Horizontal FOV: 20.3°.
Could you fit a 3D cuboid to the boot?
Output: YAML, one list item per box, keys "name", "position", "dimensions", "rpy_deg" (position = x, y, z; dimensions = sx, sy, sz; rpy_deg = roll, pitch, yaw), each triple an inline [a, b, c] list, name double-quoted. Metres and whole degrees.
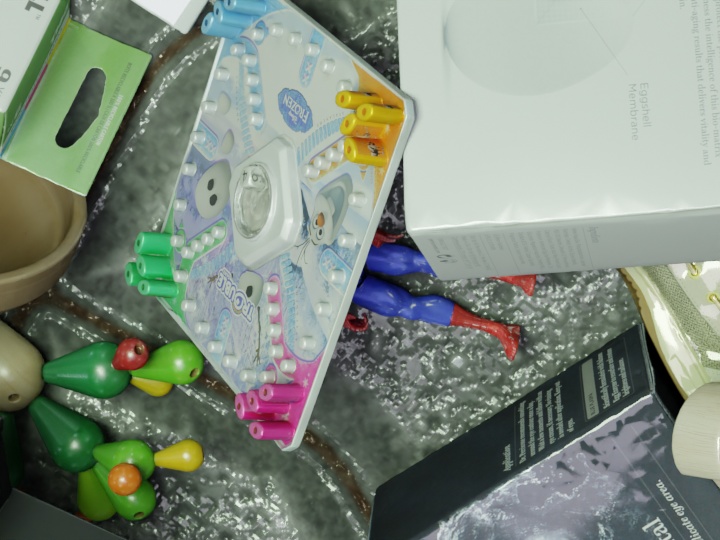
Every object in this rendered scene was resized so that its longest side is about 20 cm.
- name: "boot"
  position: [0.214, -0.034, 1.112]
  dimensions: [0.155, 0.072, 0.200]
  rpy_deg: [-25, 94, 19]

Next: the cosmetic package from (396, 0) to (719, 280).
- name: "cosmetic package"
  position: [0.126, -0.108, 1.040]
  dimensions: [0.200, 0.123, 0.200]
  rpy_deg: [-4, 77, 10]

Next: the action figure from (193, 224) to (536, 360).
- name: "action figure"
  position: [0.000, 0.000, 1.167]
  dimensions: [0.200, 0.052, 0.066]
  rpy_deg: [14, 110, 2]

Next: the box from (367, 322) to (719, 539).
- name: "box"
  position: [0.139, 0.175, 1.176]
  dimensions: [0.200, 0.117, 0.197]
  rpy_deg: [-34, 102, 14]

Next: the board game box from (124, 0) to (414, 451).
- name: "board game box"
  position: [-0.058, -0.037, 1.080]
  dimensions: [0.026, 0.200, 0.200]
  rpy_deg: [6, 113, -33]

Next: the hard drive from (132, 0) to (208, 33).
- name: "hard drive"
  position: [-0.098, -0.249, 1.105]
  dimensions: [0.132, 0.027, 0.200]
  rpy_deg: [33, 106, -7]

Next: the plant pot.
- name: "plant pot"
  position: [-0.259, -0.024, 1.104]
  dimensions: [0.201, 0.201, 0.093]
  rpy_deg: [23, 123, -4]

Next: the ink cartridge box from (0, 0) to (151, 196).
- name: "ink cartridge box"
  position: [-0.221, -0.131, 1.104]
  dimensions: [0.200, 0.104, 0.059]
  rpy_deg: [23, 152, -4]

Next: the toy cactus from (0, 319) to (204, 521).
- name: "toy cactus"
  position: [-0.190, 0.093, 1.191]
  dimensions: [0.165, 0.102, 0.200]
  rpy_deg: [47, 114, 0]

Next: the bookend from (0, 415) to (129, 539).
- name: "bookend"
  position: [-0.198, 0.138, 1.055]
  dimensions: [0.199, 0.092, 0.200]
  rpy_deg: [23, 149, 10]

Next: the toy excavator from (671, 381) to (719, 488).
- name: "toy excavator"
  position: [0.271, 0.127, 1.107]
  dimensions: [0.200, 0.100, 0.195]
  rpy_deg: [-26, 107, -33]
